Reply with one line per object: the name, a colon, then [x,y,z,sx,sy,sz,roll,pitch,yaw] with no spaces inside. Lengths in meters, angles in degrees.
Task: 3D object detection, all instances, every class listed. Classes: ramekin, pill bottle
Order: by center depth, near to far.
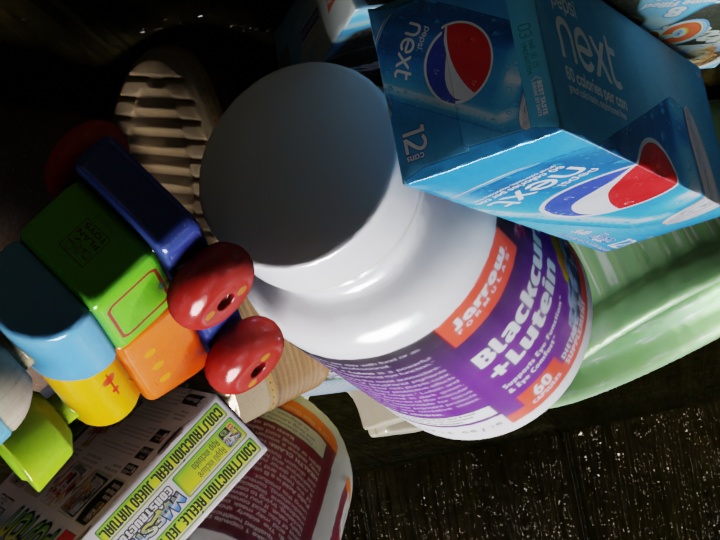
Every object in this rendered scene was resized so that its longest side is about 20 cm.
pill bottle: [0.016,-0.007,0.763,0.111,0.112,0.200,-14,156,20]
pill bottle: [-0.073,0.148,0.892,0.113,0.115,0.200,-14,-157,16]
ramekin: [0.163,-0.011,1.044,0.199,0.098,0.200,-24,166,-7]

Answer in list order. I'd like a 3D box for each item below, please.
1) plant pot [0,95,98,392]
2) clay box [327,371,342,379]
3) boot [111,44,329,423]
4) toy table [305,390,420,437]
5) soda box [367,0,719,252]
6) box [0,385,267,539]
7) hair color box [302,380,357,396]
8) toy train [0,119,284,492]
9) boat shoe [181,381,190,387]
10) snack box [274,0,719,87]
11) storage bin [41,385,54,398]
plant pot: [-0.190,0.000,0.744,0.199,0.188,0.187,-21,178,-38]
clay box: [0.000,0.000,1.007,0.047,0.116,0.199,-17,167,33]
boot: [-0.030,-0.043,0.851,0.072,0.201,0.166,19,-136,33]
toy table: [-0.032,0.062,1.286,0.199,0.118,0.184,-5,168,-31]
soda box: [0.080,-0.058,0.712,0.064,0.068,0.200,-18,166,26]
box: [-0.118,0.100,0.847,0.110,0.035,0.200,-47,-165,-14]
hair color box: [-0.072,0.028,1.119,0.199,0.100,0.061,-6,170,-23]
toy train: [-0.095,0.039,0.708,0.116,0.085,0.200,-43,159,-11]
boat shoe: [-0.095,0.056,1.034,0.075,0.201,0.074,25,171,47]
snack box: [0.074,-0.107,0.741,0.199,0.037,0.116,-7,169,-16]
storage bin: [-0.215,0.024,0.984,0.199,0.094,0.135,-16,167,30]
